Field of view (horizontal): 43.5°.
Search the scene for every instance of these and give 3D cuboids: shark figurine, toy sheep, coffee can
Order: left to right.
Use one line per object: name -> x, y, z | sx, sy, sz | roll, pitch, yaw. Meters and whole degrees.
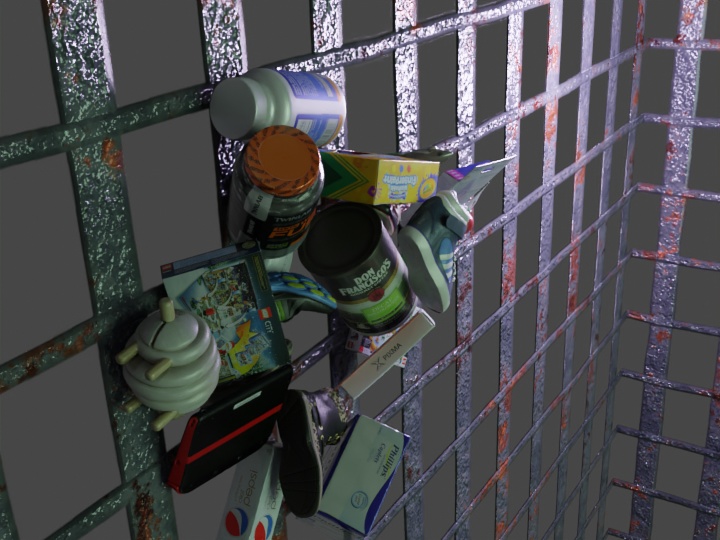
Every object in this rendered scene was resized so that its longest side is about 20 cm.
toy sheep -> -0.246, 0.118, 1.169 | 0.138, 0.138, 0.200 | -44, 153, -44
coffee can -> 0.000, 0.000, 1.518 | 0.146, 0.146, 0.200 | -64, 147, -23
shark figurine -> 0.078, -0.163, 1.629 | 0.214, 0.128, 0.090 | 154, -71, -76

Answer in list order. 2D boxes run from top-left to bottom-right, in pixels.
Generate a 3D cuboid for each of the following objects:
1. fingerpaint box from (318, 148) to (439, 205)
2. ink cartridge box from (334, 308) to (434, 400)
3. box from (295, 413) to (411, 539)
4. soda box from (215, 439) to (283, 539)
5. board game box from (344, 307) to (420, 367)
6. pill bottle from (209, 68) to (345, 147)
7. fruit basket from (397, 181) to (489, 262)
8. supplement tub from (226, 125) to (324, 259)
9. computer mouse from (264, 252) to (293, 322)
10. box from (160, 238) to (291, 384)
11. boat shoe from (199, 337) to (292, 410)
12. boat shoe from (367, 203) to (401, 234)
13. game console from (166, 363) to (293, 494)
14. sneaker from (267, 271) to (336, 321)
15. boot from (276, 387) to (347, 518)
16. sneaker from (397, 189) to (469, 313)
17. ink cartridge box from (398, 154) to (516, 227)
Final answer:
fingerpaint box -> 0.008, -0.154, 1.458 | 0.200, 0.167, 0.073 | -8, 108, -57
ink cartridge box -> 0.047, 0.150, 1.591 | 0.200, 0.044, 0.174 | -43, 177, 3
box -> -0.016, 0.364, 1.572 | 0.184, 0.105, 0.200 | -63, -177, -24
soda box -> -0.171, 0.373, 1.446 | 0.068, 0.064, 0.200 | 25, 78, -59
board game box -> 0.046, 0.110, 1.741 | 0.200, 0.035, 0.126 | 27, 77, -59
pill bottle -> -0.118, -0.228, 1.278 | 0.200, 0.112, 0.112 | -13, 111, -56
fruit basket -> 0.159, -0.078, 1.754 | 0.200, 0.094, 0.185 | -50, 175, -17
supplement tub -> -0.117, -0.106, 1.232 | 0.123, 0.122, 0.200 | -62, 180, -25
computer mouse -> -0.134, 0.001, 1.397 | 0.110, 0.044, 0.200 | -15, 113, -55
box -> -0.185, 0.064, 1.261 | 0.136, 0.038, 0.200 | -17, 124, -8
boat shoe -> -0.166, 0.174, 1.376 | 0.200, 0.074, 0.073 | -37, 130, -47
boat shoe -> 0.041, -0.097, 1.571 | 0.063, 0.071, 0.200 | -55, 173, -6
game console -> -0.190, 0.231, 1.320 | 0.200, 0.031, 0.177 | -26, 145, -47
sneaker -> -0.133, 0.050, 1.343 | 0.199, 0.071, 0.083 | -1, 116, -25
boot -> -0.073, 0.285, 1.458 | 0.151, 0.073, 0.200 | 1, 78, -68
sneaker -> 0.144, -0.039, 1.505 | 0.146, 0.081, 0.200 | -45, 135, -23
ink cartridge box -> 0.187, -0.163, 1.756 | 0.200, 0.043, 0.196 | -45, 167, 32
